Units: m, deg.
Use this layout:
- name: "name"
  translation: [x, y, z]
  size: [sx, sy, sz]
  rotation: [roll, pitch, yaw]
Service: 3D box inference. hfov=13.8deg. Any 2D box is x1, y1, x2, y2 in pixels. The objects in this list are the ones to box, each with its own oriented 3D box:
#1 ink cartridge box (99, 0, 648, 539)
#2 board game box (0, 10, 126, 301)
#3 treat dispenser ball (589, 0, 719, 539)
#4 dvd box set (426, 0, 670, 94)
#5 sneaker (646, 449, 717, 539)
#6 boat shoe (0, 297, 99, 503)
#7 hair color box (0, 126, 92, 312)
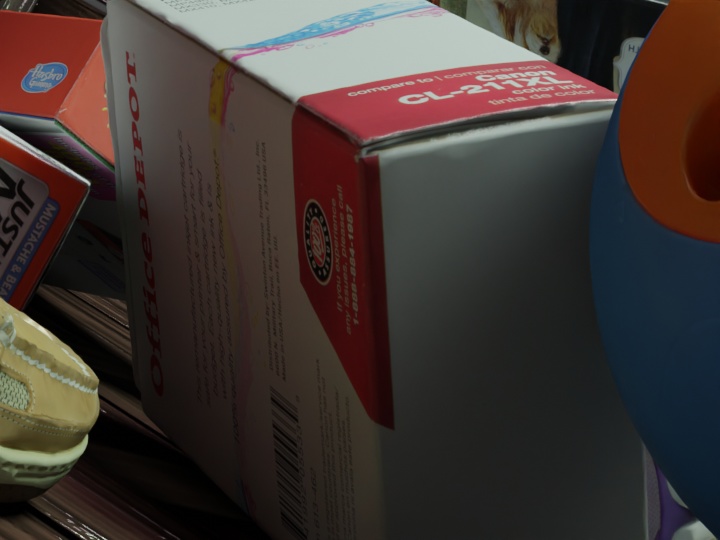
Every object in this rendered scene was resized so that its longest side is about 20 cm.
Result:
- name: "ink cartridge box"
  translation: [0.000, 0.000, 0.864]
  size: [0.083, 0.146, 0.200]
  rotation: [-12, 21, -20]
- name: "board game box"
  translation: [-0.108, -0.039, 1.090]
  size: [0.200, 0.040, 0.153]
  rotation: [11, -23, 48]
- name: "treat dispenser ball"
  translation: [0.155, -0.007, 0.721]
  size: [0.201, 0.201, 0.201]
  rotation: [30, 2, -1]
- name: "dvd box set"
  translation: [0.067, -0.001, 0.949]
  size: [0.146, 0.200, 0.029]
  rotation: [18, 28, 27]
- name: "sneaker"
  translation: [0.085, 0.051, 0.896]
  size: [0.088, 0.201, 0.080]
  rotation: [6, 22, 38]
- name: "boat shoe"
  translation: [-0.104, -0.002, 0.643]
  size: [0.072, 0.076, 0.200]
  rotation: [31, 2, 24]
- name: "hair color box"
  translation: [-0.185, -0.051, 0.943]
  size: [0.200, 0.064, 0.111]
  rotation: [29, 0, -5]
